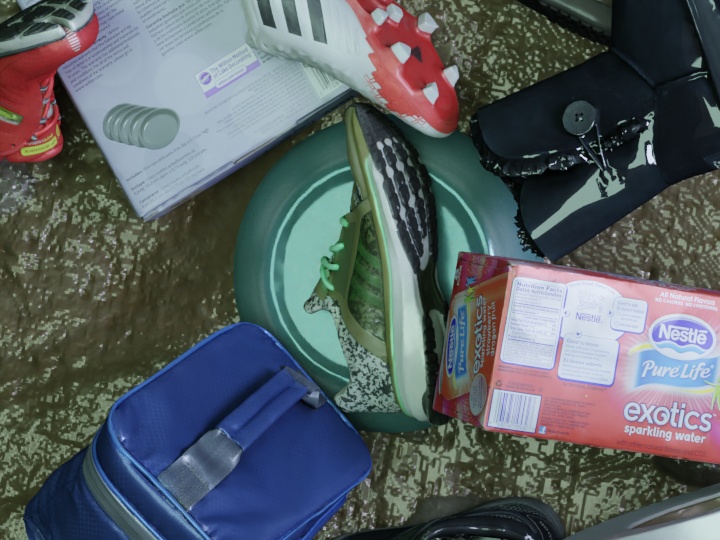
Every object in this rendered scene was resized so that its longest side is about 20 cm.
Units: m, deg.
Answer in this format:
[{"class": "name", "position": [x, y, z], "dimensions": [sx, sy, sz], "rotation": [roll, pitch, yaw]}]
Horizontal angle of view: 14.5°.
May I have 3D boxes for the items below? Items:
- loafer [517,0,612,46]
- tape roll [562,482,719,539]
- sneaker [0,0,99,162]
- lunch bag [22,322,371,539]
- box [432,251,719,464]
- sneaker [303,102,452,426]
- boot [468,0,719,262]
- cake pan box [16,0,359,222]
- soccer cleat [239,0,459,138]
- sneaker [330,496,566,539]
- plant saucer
[{"class": "loafer", "position": [0.089, -0.209, 1.732], "dimensions": [0.199, 0.073, 0.071], "rotation": [28, 87, 3]}, {"class": "tape roll", "position": [0.226, 0.198, 1.643], "dimensions": [0.202, 0.203, 0.140], "rotation": [-17, 87, 10]}, {"class": "sneaker", "position": [-0.205, -0.111, 1.746], "dimensions": [0.077, 0.200, 0.085], "rotation": [-37, 96, -34]}, {"class": "lunch bag", "position": [-0.087, 0.124, 1.700], "dimensions": [0.136, 0.200, 0.132], "rotation": [47, 127, 4]}, {"class": "box", "position": [0.154, 0.053, 1.668], "dimensions": [0.199, 0.095, 0.100], "rotation": [9, 92, -18]}, {"class": "sneaker", "position": [0.000, 0.000, 1.712], "dimensions": [0.088, 0.077, 0.201], "rotation": [-10, 90, 22]}, {"class": "boot", "position": [0.136, -0.123, 1.645], "dimensions": [0.167, 0.076, 0.201], "rotation": [-25, 72, 16]}, {"class": "cake pan box", "position": [-0.097, -0.159, 1.771], "dimensions": [0.199, 0.052, 0.185], "rotation": [-32, 88, 9]}, {"class": "soccer cleat", "position": [-0.022, -0.148, 1.706], "dimensions": [0.200, 0.069, 0.085], "rotation": [45, 121, -4]}, {"class": "sneaker", "position": [0.024, 0.192, 1.725], "dimensions": [0.198, 0.114, 0.077], "rotation": [-17, 86, 12]}, {"class": "plant saucer", "position": [0.014, 0.002, 1.761], "dimensions": [0.199, 0.036, 0.201], "rotation": [0, 91, 10]}]
